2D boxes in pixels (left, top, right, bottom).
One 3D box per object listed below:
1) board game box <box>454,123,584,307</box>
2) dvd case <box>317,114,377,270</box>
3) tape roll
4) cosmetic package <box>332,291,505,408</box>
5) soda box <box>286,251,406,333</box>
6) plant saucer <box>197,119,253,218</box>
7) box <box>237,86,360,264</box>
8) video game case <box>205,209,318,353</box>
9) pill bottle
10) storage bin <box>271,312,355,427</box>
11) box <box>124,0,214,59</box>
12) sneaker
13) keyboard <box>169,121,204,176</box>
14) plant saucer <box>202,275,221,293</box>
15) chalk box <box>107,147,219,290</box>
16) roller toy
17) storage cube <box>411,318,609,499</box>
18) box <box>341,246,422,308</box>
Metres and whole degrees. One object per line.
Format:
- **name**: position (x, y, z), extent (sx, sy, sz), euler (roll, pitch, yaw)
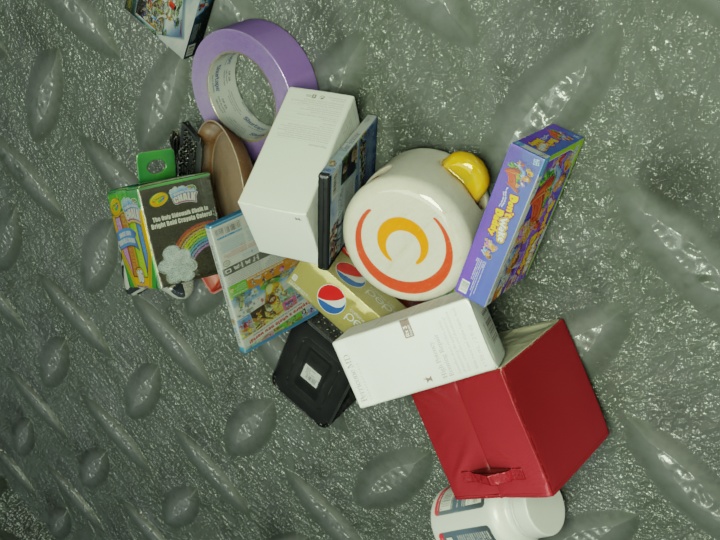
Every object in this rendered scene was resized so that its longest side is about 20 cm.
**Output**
- **board game box**: position (0.193, -0.068, 0.999), extent (0.045, 0.134, 0.200), euler (30, 123, 22)
- **dvd case**: position (-0.017, -0.110, 1.125), extent (0.017, 0.200, 0.143), euler (12, 125, 14)
- **tape roll**: position (-0.160, -0.269, 1.236), extent (0.200, 0.066, 0.201), euler (21, 129, 28)
- **cosmetic package**: position (0.075, 0.100, 1.071), extent (0.200, 0.074, 0.102), euler (-22, 95, 23)
- **soda box**: position (-0.003, 0.049, 1.167), extent (0.200, 0.068, 0.064), euler (41, 122, 6)
- **plant saucer**: position (-0.203, -0.129, 1.251), extent (0.200, 0.034, 0.201), euler (29, 125, 52)
- **box**: position (-0.074, -0.130, 1.122), extent (0.097, 0.200, 0.124), euler (12, 152, 15)
- **video game case**: position (-0.139, 0.002, 1.199), extent (0.018, 0.143, 0.201), euler (14, 124, 47)
- **pill bottle**: position (0.218, 0.386, 1.302), extent (0.200, 0.120, 0.120), euler (-30, 96, 46)
- **storage bin**: position (-0.056, 0.154, 1.400), extent (0.135, 0.094, 0.200), euler (38, 134, 14)
- **box**: position (-0.281, -0.443, 1.244), extent (0.137, 0.038, 0.200), euler (42, 135, 10)
- **sneaker**: position (-0.403, 0.016, 1.610), extent (0.199, 0.079, 0.130), euler (36, 135, 17)
- **keyboard**: position (-0.290, -0.150, 1.341), extent (0.127, 0.021, 0.200), euler (51, 139, 41)
- **plant saucer**: position (-0.255, -0.075, 1.460), extent (0.200, 0.037, 0.200), euler (-24, 100, 46)
- **chalk box**: position (-0.298, -0.083, 1.257), extent (0.124, 0.125, 0.201), euler (1, 104, 52)
- **roller toy**: position (0.080, -0.067, 1.112), extent (0.182, 0.140, 0.200), euler (10, 123, 22)
- **storage cube**: position (0.206, 0.191, 1.138), extent (0.171, 0.200, 0.180), euler (-18, 98, 45)
- **box**: position (0.000, 0.000, 1.252), extent (0.100, 0.095, 0.200), euler (-32, 94, 47)
